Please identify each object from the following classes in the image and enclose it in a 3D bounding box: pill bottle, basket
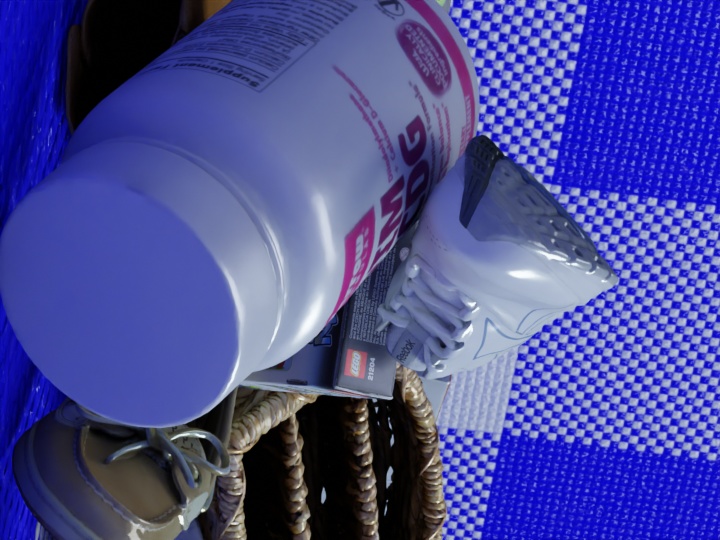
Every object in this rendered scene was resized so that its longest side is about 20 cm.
[{"bbox_3d":[-0.041,-0.032,0.762,0.200,0.113,0.114,-48,152,-52],"label":"pill bottle"},{"bbox_3d":[-0.018,0.128,1.052,0.149,0.142,0.201,-134,-144,-63],"label":"basket"}]

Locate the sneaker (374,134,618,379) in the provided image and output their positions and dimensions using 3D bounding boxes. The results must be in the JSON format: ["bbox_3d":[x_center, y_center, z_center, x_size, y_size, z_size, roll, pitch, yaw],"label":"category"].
[{"bbox_3d":[0.047,0.007,0.806,0.087,0.075,0.200,-41,168,-1],"label":"sneaker"}]

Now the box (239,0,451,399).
[{"bbox_3d":[-0.018,-0.045,0.931,0.110,0.035,0.201,2,-100,51],"label":"box"}]

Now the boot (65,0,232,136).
[{"bbox_3d":[-0.099,-0.047,0.882,0.144,0.070,0.202,-11,116,-79],"label":"boot"}]

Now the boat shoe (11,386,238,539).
[{"bbox_3d":[-0.089,0.065,0.838,0.063,0.073,0.200,-45,-170,11],"label":"boat shoe"}]

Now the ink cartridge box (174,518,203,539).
[{"bbox_3d":[-0.106,0.167,1.054,0.200,0.050,0.163,95,-20,-58],"label":"ink cartridge box"}]

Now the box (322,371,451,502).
[{"bbox_3d":[-0.004,0.069,1.311,0.200,0.097,0.125,105,-6,-52],"label":"box"}]
